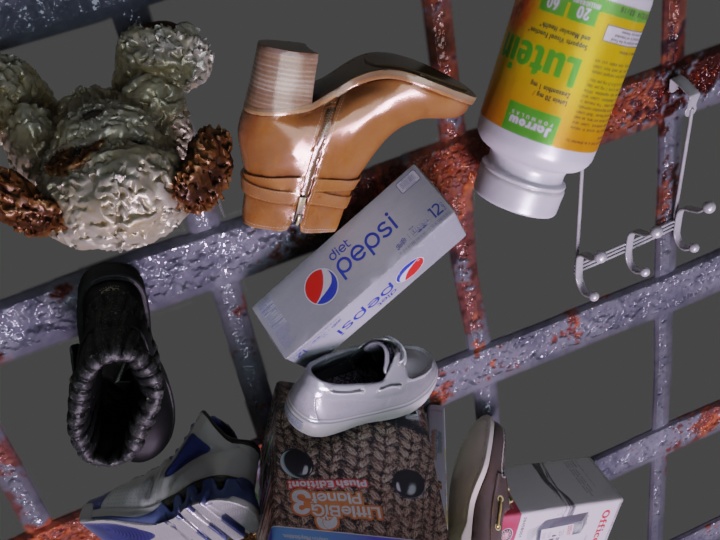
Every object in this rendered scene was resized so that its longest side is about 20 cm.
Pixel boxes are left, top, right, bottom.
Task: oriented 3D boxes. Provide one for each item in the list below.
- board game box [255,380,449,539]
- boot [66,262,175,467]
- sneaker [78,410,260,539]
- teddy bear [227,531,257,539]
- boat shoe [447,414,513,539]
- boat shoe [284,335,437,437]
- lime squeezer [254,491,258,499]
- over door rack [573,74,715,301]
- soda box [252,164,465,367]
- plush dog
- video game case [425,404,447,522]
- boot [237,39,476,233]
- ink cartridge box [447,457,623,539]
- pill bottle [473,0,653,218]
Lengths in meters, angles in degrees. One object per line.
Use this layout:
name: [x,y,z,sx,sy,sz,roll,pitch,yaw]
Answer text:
board game box: [-0.014,0.215,0.740,0.156,0.201,0.098,9,121,-11]
boot: [-0.198,0.116,0.663,0.078,0.158,0.215,-14,122,-14]
sneaker: [-0.170,0.208,0.778,0.196,0.116,0.081,-18,126,24]
teddy bear: [-0.066,0.296,0.875,0.197,0.067,0.147,-25,126,-7]
boat shoe: [0.135,0.264,0.881,0.059,0.203,0.072,24,150,-12]
boat shoe: [0.012,0.098,0.766,0.197,0.072,0.069,-5,131,-41]
lime squeezer: [-0.128,0.247,0.806,0.196,0.070,0.039,2,103,23]
over door rack: [0.288,-0.075,0.815,0.145,0.067,0.203,-23,124,-10]
soda box: [0.000,0.000,0.726,0.199,0.064,0.068,-41,157,3]
plush dog: [-0.180,-0.072,0.557,0.196,0.172,0.163,-16,123,-14]
video game case: [0.073,0.284,0.862,0.022,0.183,0.204,5,119,2]
boot: [-0.007,-0.105,0.675,0.195,0.074,0.158,5,115,-11]
ink cartridge box: [0.213,0.326,0.998,0.196,0.085,0.148,-1,118,-24]
pill bottle: [0.167,-0.155,0.692,0.109,0.111,0.204,4,116,-24]
